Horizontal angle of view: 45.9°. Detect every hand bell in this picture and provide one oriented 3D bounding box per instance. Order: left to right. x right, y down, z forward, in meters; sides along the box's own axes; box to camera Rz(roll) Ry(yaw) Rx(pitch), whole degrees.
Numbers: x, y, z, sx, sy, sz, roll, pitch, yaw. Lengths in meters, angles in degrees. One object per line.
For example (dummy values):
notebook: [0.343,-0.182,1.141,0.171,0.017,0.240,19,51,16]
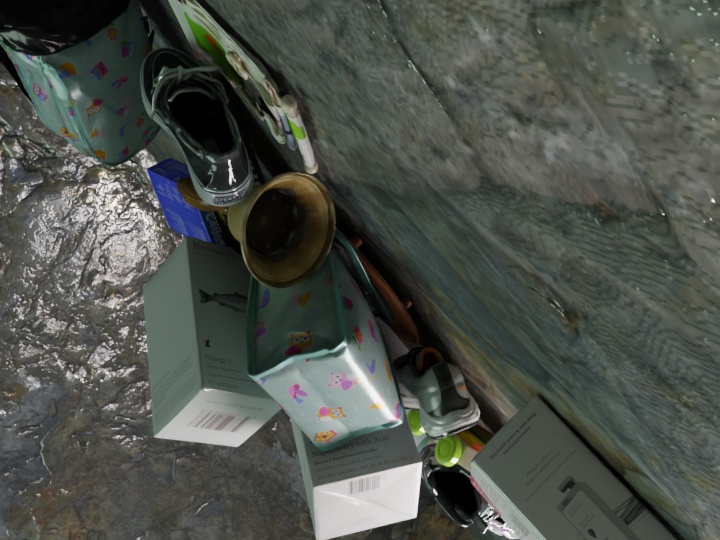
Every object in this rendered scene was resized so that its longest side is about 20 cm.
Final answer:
hand bell: [-0.123,-0.061,0.822,0.198,0.105,0.105,22,155,47]

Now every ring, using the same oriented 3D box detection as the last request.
ring: [0.000,0.000,0.930,0.201,0.019,0.201,47,171,10]

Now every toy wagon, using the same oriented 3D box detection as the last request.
toy wagon: [0.122,0.199,0.984,0.154,0.040,0.200,31,-176,-32]

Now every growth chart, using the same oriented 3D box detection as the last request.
growth chart: [-0.102,-0.166,0.731,0.200,0.018,0.145,47,172,22]

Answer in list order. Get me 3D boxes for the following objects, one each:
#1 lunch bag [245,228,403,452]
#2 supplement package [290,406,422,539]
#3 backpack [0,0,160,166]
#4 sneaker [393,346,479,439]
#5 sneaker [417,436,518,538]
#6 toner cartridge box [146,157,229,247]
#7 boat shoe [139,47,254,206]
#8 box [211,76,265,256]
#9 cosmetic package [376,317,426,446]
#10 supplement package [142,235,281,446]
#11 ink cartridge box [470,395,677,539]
lunch bag: [-0.038,0.049,0.859,0.171,0.120,0.203,58,-163,-47]
supplement package: [-0.016,0.172,0.954,0.121,0.118,0.202,90,166,-47]
backpack: [-0.286,-0.210,0.884,0.126,0.166,0.202,38,152,26]
sneaker: [0.075,0.114,0.926,0.200,0.072,0.081,-155,48,-77]
sneaker: [0.152,0.286,1.025,0.197,0.079,0.140,30,-173,-4]
toner cartridge box: [-0.231,-0.091,1.164,0.199,0.043,0.097,26,140,56]
boat shoe: [-0.151,-0.146,0.746,0.069,0.072,0.202,89,160,-52]
box: [-0.152,-0.114,0.944,0.159,0.049,0.203,28,142,62]
cosmetic package: [0.028,0.153,1.121,0.201,0.101,0.072,51,-150,-11]
supplement package: [-0.174,0.084,0.995,0.115,0.117,0.203,15,-133,-37]
ink cartridge box: [0.187,0.220,0.723,0.200,0.083,0.147,46,171,19]
